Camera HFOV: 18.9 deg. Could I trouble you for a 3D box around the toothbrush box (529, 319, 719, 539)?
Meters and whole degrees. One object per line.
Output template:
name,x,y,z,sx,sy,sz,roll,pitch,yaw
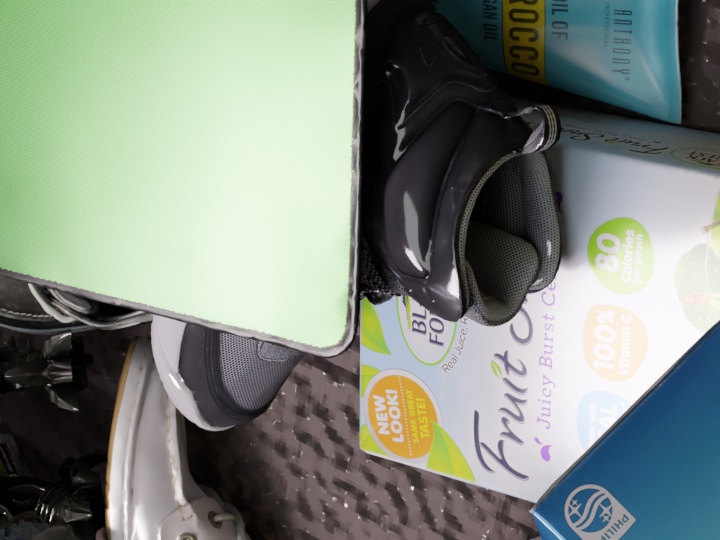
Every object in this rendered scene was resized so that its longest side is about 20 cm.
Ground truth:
toothbrush box,0.150,0.120,0.648,0.085,0.146,0.200,-43,77,-3

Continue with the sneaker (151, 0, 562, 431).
sneaker,0.000,0.000,0.766,0.114,0.075,0.201,40,124,24

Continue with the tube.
tube,0.027,-0.109,0.796,0.199,0.050,0.078,16,135,26

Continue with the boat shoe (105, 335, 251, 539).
boat shoe,-0.074,0.127,0.944,0.069,0.071,0.201,0,99,3

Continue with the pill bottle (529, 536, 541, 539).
pill bottle,0.042,0.183,0.790,0.111,0.200,0.112,13,114,31

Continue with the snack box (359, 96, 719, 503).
snack box,0.094,0.019,0.786,0.199,0.053,0.143,14,113,32

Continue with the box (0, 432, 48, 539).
box,-0.190,0.146,0.930,0.200,0.136,0.040,54,136,49

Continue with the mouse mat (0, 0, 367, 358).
mouse mat,-0.087,-0.061,0.743,0.199,0.008,0.162,13,116,22

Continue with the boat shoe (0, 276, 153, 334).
boat shoe,-0.109,-0.011,0.908,0.200,0.071,0.072,-17,97,40

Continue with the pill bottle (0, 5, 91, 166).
pill bottle,-0.140,-0.076,0.855,0.200,0.112,0.113,-10,101,53

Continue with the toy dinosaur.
toy dinosaur,-0.181,0.072,0.920,0.135,0.200,0.102,-6,126,1
